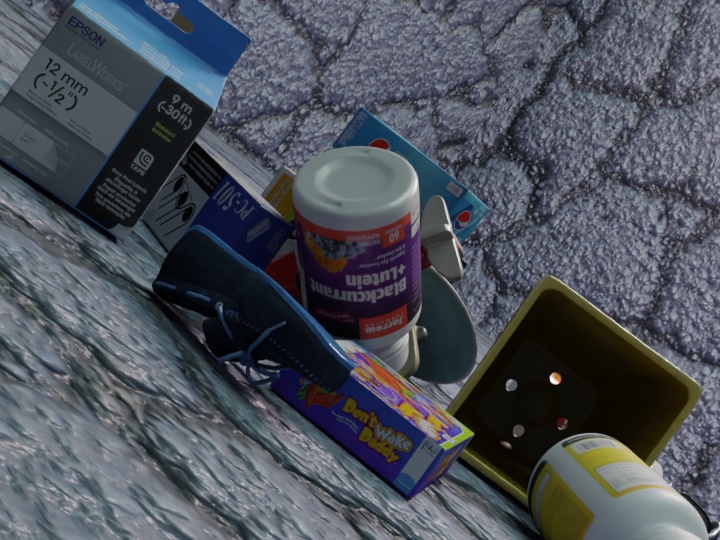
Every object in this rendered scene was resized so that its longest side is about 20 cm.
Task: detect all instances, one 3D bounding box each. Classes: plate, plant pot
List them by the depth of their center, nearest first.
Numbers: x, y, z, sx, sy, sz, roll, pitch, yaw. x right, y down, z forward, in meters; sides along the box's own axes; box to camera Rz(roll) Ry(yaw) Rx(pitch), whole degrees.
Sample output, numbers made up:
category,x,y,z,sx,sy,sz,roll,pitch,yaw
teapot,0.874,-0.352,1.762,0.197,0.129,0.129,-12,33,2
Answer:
category,x,y,z,sx,sy,sz,roll,pitch,yaw
plant pot,0.199,0.141,1.333,0.194,0.196,0.200,36,-3,1
plate,0.060,0.046,1.495,0.199,0.026,0.201,30,-38,26

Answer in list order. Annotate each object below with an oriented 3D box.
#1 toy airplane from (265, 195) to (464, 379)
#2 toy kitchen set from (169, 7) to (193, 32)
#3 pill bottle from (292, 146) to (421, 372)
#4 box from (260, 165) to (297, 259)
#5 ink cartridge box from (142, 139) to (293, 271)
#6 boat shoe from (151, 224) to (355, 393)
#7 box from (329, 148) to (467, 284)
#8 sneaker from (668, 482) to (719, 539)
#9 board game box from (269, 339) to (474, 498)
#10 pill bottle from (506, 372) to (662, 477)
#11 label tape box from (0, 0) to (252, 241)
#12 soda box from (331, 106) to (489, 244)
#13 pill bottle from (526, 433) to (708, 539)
category,x,y,z,sx,sy,sz,roll,pitch,yaw
toy airplane,0.016,-0.002,1.376,0.198,0.200,0.141,31,-26,13
toy kitchen set,-0.283,-0.243,1.443,0.180,0.201,0.163,38,4,25
pill bottle,0.000,0.000,1.155,0.111,0.111,0.201,40,-35,41
box,-0.046,-0.028,1.646,0.200,0.113,0.101,39,4,12
ink cartridge box,-0.138,-0.046,1.192,0.044,0.094,0.200,33,5,-33
boat shoe,-0.079,0.041,0.917,0.200,0.069,0.084,33,-13,48
box,0.031,-0.064,1.566,0.157,0.051,0.200,38,4,-25
sneaker,0.279,0.254,1.224,0.070,0.109,0.200,37,4,1
board game box,0.016,0.113,1.025,0.134,0.045,0.200,37,4,11
pill bottle,0.260,0.211,1.534,0.199,0.113,0.113,35,4,-11
label tape box,-0.199,-0.148,1.055,0.143,0.201,0.066,35,5,-16
soda box,0.058,-0.113,1.545,0.200,0.064,0.068,43,6,34
pill bottle,0.222,0.222,1.078,0.112,0.112,0.200,35,4,-19
